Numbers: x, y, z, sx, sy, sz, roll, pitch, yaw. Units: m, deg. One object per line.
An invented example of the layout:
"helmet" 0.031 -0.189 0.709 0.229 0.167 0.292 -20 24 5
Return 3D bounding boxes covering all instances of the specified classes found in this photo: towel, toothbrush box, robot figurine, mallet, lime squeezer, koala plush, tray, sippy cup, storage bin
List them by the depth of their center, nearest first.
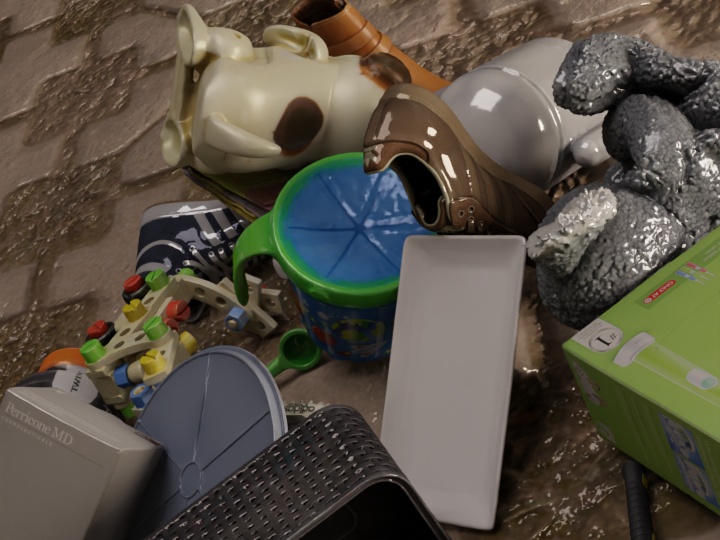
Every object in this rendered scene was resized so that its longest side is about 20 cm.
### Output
"mallet" 0.165 0.173 0.886 0.041 0.066 0.201 -21 34 16
"toothbrush box" 0.244 0.069 0.920 0.145 0.086 0.200 -36 31 -15
"storage bin" -0.044 0.201 0.972 0.200 0.135 0.094 -37 32 -4
"koala plush" 0.192 -0.035 1.048 0.183 0.178 0.200 18 54 40
"tray" 0.066 0.075 1.062 0.107 0.022 0.201 2 82 39
"sippy cup" 0.000 0.000 1.184 0.177 0.131 0.140 26 59 18
"robot figurine" 0.131 -0.120 1.227 0.169 0.114 0.200 15 30 31
"lime squeezer" -0.045 0.049 1.270 0.200 0.038 0.070 -47 34 -17
"towel" -0.050 -0.092 1.375 0.199 0.023 0.143 -17 33 -34

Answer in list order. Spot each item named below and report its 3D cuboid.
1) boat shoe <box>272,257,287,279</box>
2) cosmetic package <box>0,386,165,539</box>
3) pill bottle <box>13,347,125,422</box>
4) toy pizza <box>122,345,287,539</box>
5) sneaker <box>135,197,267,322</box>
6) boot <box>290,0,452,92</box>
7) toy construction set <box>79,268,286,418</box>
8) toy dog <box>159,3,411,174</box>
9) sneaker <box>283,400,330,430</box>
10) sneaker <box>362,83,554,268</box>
"boat shoe" 0.011 -0.049 1.293 0.199 0.070 0.071 -16 18 18
"cosmetic package" -0.235 0.194 1.099 0.106 0.090 0.201 23 95 16
"pill bottle" -0.256 0.156 1.255 0.106 0.106 0.201 -20 35 22
"toy pizza" -0.111 0.154 1.094 0.200 0.032 0.201 -24 57 42
"sneaker" -0.122 -0.016 1.400 0.199 0.070 0.109 -8 50 22
"boot" 0.031 -0.189 1.404 0.077 0.156 0.200 -46 34 -20
"toy construction set" -0.156 0.050 1.270 0.131 0.093 0.200 -11 17 36
"toy dog" -0.053 -0.145 1.296 0.199 0.140 0.194 2 13 -21
"sneaker" -0.094 0.157 1.143 0.199 0.070 0.100 -11 45 36
"sneaker" 0.074 -0.047 1.106 0.070 0.200 0.076 -12 44 53
